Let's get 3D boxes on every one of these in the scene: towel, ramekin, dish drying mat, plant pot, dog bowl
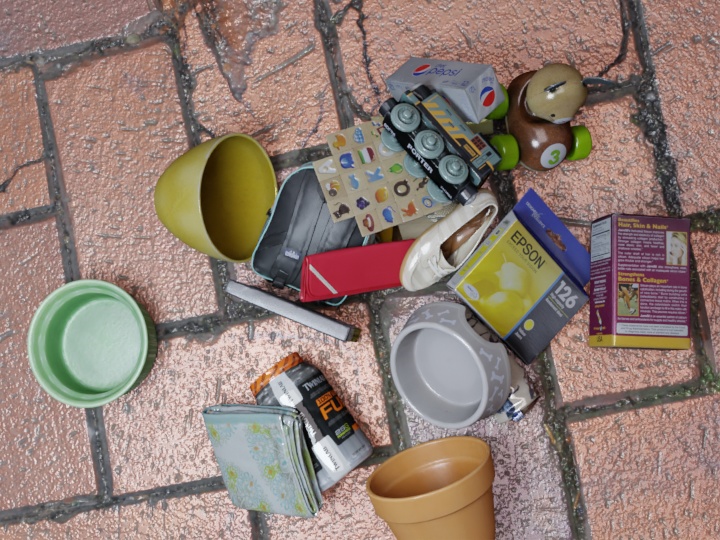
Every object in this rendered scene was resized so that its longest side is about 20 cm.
[{"bbox_3d":[-0.152,0.292,1.522,0.198,0.048,0.174,-3,106,41],"label":"towel"},{"bbox_3d":[-0.426,0.119,1.606,0.196,0.098,0.204,0,84,5],"label":"ramekin"},{"bbox_3d":[0.000,0.000,1.503,0.197,0.018,0.078,-9,114,-31],"label":"dish drying mat"},{"bbox_3d":[0.122,0.359,1.502,0.197,0.200,0.142,-19,101,3],"label":"plant pot"},{"bbox_3d":[-0.245,-0.115,1.581,0.140,0.199,0.204,2,84,31],"label":"plant pot"},{"bbox_3d":[0.131,0.152,1.521,0.198,0.058,0.203,17,120,31],"label":"dog bowl"}]

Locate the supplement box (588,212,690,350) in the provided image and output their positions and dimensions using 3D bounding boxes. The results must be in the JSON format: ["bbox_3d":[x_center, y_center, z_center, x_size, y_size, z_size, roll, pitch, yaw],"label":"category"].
[{"bbox_3d":[0.428,0.021,1.528,0.129,0.103,0.204,3,85,-8],"label":"supplement box"}]

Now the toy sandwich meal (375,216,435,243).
[{"bbox_3d":[0.096,-0.106,1.596,0.201,0.070,0.209,0,85,5],"label":"toy sandwich meal"}]

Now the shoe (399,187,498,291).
[{"bbox_3d":[0.135,-0.042,1.510,0.070,0.054,0.200,36,102,-28],"label":"shoe"}]

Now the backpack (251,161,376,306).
[{"bbox_3d":[-0.058,-0.070,1.558,0.174,0.153,0.203,22,111,8],"label":"backpack"}]

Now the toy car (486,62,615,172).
[{"bbox_3d":[0.298,-0.247,1.505,0.162,0.200,0.161,-9,83,-18],"label":"toy car"}]

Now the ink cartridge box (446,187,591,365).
[{"bbox_3d":[0.264,0.013,1.540,0.200,0.047,0.197,-47,114,1],"label":"ink cartridge box"}]

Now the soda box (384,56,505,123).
[{"bbox_3d":[0.130,-0.283,1.547,0.068,0.199,0.064,-43,124,-20],"label":"soda box"}]

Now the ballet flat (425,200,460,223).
[{"bbox_3d":[0.090,-0.145,1.535,0.200,0.076,0.068,44,65,12],"label":"ballet flat"}]

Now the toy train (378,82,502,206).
[{"bbox_3d":[0.117,-0.189,1.468,0.113,0.085,0.200,-36,78,-27],"label":"toy train"}]

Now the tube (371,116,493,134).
[{"bbox_3d":[0.117,-0.235,1.617,0.196,0.058,0.053,-7,104,6],"label":"tube"}]

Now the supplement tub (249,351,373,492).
[{"bbox_3d":[-0.081,0.237,1.554,0.122,0.123,0.201,-37,83,1],"label":"supplement tub"}]

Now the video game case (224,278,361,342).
[{"bbox_3d":[-0.100,0.064,1.541,0.197,0.181,0.026,22,88,6],"label":"video game case"}]

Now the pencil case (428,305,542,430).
[{"bbox_3d":[0.194,0.149,1.561,0.089,0.078,0.201,-38,83,-14],"label":"pencil case"}]

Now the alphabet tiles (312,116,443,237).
[{"bbox_3d":[0.035,-0.147,1.489,0.197,0.006,0.169,-19,77,-11],"label":"alphabet tiles"}]
